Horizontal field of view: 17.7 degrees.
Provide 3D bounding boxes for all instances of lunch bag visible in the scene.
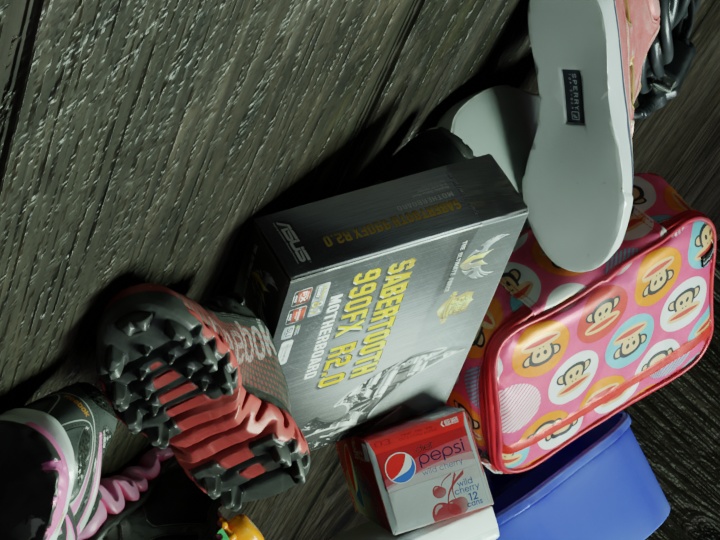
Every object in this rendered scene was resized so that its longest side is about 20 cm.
[{"bbox_3d":[0.144,0.044,1.546,0.200,0.082,0.176,-29,140,-21],"label":"lunch bag"}]

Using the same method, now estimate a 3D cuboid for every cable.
[{"bbox_3d":[0.215,-0.207,1.540,0.163,0.051,0.200,93,21,-49],"label":"cable"}]

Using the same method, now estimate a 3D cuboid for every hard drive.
[{"bbox_3d":[-0.028,0.192,1.444,0.200,0.027,0.132,-19,-178,-29],"label":"hard drive"}]

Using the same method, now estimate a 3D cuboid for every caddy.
[{"bbox_3d":[0.118,0.168,1.615,0.200,0.105,0.141,-32,-176,-35],"label":"caddy"}]

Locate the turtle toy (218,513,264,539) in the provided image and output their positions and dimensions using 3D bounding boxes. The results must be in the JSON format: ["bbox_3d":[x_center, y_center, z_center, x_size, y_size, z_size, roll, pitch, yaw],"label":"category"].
[{"bbox_3d":[-0.115,0.248,1.599,0.146,0.101,0.200,122,-26,-49],"label":"turtle toy"}]

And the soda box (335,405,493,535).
[{"bbox_3d":[0.031,0.125,1.497,0.070,0.064,0.200,-17,-179,-7],"label":"soda box"}]

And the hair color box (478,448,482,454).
[{"bbox_3d":[0.100,0.080,1.664,0.200,0.064,0.111,-48,167,-5],"label":"hair color box"}]

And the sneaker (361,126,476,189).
[{"bbox_3d":[0.000,0.000,1.409,0.088,0.076,0.200,-23,154,-54],"label":"sneaker"}]

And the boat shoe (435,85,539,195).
[{"bbox_3d":[0.101,-0.084,1.505,0.064,0.071,0.200,-9,-179,39],"label":"boat shoe"}]

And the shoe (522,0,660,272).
[{"bbox_3d":[0.150,-0.104,1.444,0.091,0.071,0.201,-40,132,-50],"label":"shoe"}]

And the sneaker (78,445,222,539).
[{"bbox_3d":[-0.117,0.161,1.465,0.200,0.095,0.079,-35,162,-55],"label":"sneaker"}]

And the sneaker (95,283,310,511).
[{"bbox_3d":[-0.089,0.048,1.211,0.071,0.098,0.200,-22,148,10],"label":"sneaker"}]

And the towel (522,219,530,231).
[{"bbox_3d":[0.041,0.016,1.603,0.200,0.086,0.166,-52,168,24],"label":"towel"}]

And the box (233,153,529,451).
[{"bbox_3d":[-0.003,0.029,1.348,0.158,0.048,0.200,-16,148,-27],"label":"box"}]

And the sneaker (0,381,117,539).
[{"bbox_3d":[-0.171,0.135,1.177,0.086,0.080,0.200,-38,167,-50],"label":"sneaker"}]
